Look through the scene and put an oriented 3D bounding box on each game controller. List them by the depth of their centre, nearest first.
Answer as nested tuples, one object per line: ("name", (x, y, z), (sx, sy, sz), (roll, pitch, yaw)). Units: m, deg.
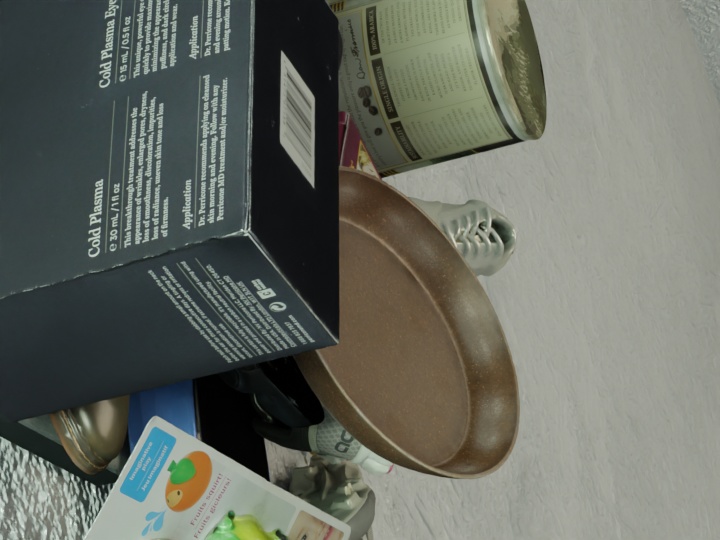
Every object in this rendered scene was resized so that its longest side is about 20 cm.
("game controller", (-0.078, 0.004, 1.148), (0.104, 0.042, 0.201), (38, 18, -49))

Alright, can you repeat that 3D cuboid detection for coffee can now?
("coffee can", (0.022, -0.144, 1.483), (0.146, 0.198, 0.148), (-13, 90, -71))

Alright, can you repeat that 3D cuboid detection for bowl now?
("bowl", (-0.090, 0.111, 1.177), (0.201, 0.039, 0.202), (-10, 90, -82))

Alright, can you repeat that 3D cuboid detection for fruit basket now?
("fruit basket", (-0.092, 0.187, 1.016), (0.186, 0.093, 0.200), (-60, 149, -7))

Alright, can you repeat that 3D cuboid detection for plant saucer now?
("plant saucer", (0.016, 0.035, 1.153), (0.200, 0.034, 0.201), (34, 38, -32))

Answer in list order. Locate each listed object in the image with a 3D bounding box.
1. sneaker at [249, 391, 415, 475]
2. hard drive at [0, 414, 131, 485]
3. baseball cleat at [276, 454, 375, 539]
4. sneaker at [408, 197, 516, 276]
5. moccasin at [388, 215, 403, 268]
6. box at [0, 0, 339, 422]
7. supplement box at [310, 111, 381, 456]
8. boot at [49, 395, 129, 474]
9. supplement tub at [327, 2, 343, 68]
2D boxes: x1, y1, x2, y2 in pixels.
("sneaker", (-0.029, 0.077, 1.247), (0.074, 0.087, 0.200), (-66, -168, -3))
("hard drive", (-0.180, 0.020, 1.049), (0.200, 0.033, 0.141), (43, 38, -59))
("baseball cleat", (-0.013, 0.182, 1.316), (0.200, 0.069, 0.107), (-65, 140, -81))
("sneaker", (0.062, -0.024, 1.397), (0.200, 0.070, 0.074), (-22, 97, -73))
("moccasin", (0.001, 0.000, 1.260), (0.201, 0.078, 0.074), (34, -3, -27))
("box", (-0.110, -0.053, 0.966), (0.104, 0.181, 0.201), (52, 31, -50))
("supplement box", (-0.021, 0.013, 1.401), (0.131, 0.102, 0.201), (-82, 152, -48))
("boot", (-0.115, 0.003, 1.046), (0.075, 0.096, 0.202), (44, 37, -58))
("supplement tub", (-0.088, -0.158, 1.103), (0.200, 0.106, 0.108), (36, 43, -53))
